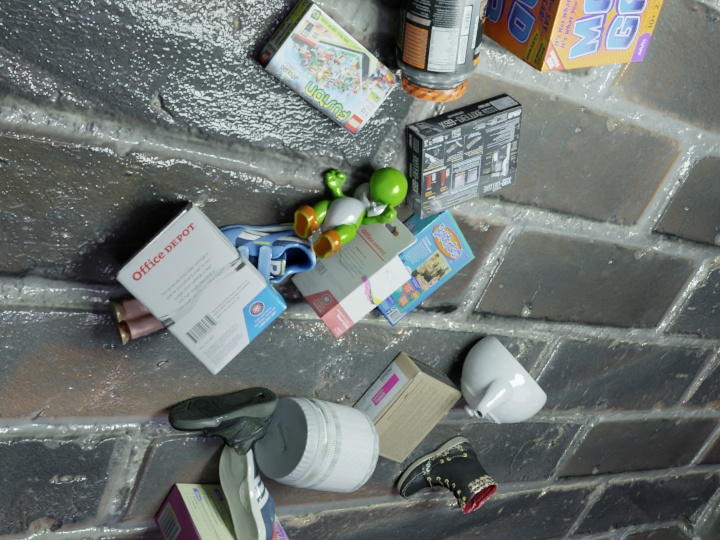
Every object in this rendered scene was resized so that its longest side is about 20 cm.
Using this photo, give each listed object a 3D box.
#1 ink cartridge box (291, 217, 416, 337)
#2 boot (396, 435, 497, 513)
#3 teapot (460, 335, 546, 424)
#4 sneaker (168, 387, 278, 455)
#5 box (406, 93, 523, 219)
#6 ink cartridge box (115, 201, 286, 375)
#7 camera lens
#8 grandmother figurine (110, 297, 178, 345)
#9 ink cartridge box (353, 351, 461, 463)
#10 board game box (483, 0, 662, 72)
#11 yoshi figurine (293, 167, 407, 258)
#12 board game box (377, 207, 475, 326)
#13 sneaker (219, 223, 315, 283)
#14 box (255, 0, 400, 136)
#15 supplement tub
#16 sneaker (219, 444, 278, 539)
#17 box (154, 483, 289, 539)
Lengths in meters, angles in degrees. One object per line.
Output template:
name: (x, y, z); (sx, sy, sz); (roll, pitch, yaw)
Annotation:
ink cartridge box: (0.000, 0.000, 1.428); (0.200, 0.117, 0.068); (-38, 137, -2)
boot: (0.193, 0.475, 1.930); (0.199, 0.151, 0.073); (-31, 137, -11)
teapot: (0.272, 0.241, 1.778); (0.146, 0.198, 0.200); (-42, 131, 3)
sneaker: (-0.240, 0.272, 1.504); (0.198, 0.076, 0.115); (-5, 117, -40)
box: (0.173, -0.190, 1.448); (0.199, 0.050, 0.159); (-22, 134, -20)
ink cartridge box: (-0.226, 0.023, 1.244); (0.146, 0.084, 0.200); (-41, 105, 0)
camera lens: (-0.076, 0.321, 1.603); (0.199, 0.160, 0.160); (22, 110, -44)
grandmother figurine: (-0.271, 0.056, 1.320); (0.199, 0.061, 0.122); (-17, 132, -23)
ink cartridge box: (0.082, 0.278, 1.746); (0.200, 0.075, 0.164); (-49, 136, 9)
board game box: (0.295, -0.423, 1.236); (0.199, 0.200, 0.201); (-13, 131, -28)
yoshi figurine: (-0.001, -0.105, 1.347); (0.199, 0.111, 0.113); (-32, 117, -35)
board game box: (0.094, -0.013, 1.539); (0.200, 0.045, 0.152); (-39, 137, -2)
sneaker: (-0.157, -0.022, 1.321); (0.199, 0.082, 0.074); (-11, 131, -25)
box: (-0.042, -0.283, 1.227); (0.110, 0.035, 0.200); (-50, 137, 10)
supplement tub: (0.113, -0.349, 1.221); (0.122, 0.123, 0.201); (-16, 133, -25)
sneaker: (-0.197, 0.401, 1.580); (0.075, 0.202, 0.084); (-20, 162, 27)
box: (-0.249, 0.493, 1.605); (0.199, 0.176, 0.097); (14, 116, -43)
